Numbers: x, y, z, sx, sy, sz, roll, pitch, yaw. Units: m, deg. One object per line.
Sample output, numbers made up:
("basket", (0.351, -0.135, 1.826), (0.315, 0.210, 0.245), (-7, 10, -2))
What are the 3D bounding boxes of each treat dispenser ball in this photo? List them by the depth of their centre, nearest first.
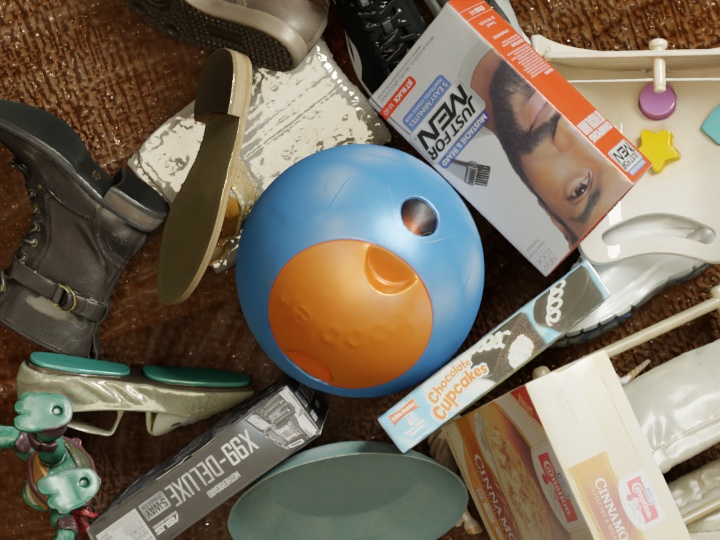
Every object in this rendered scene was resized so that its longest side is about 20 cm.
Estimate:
("treat dispenser ball", (0.000, 0.000, 1.367), (0.199, 0.201, 0.203), (0, 94, 2))

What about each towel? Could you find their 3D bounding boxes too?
("towel", (-0.086, -0.104, 1.448), (0.199, 0.034, 0.133), (-37, 93, 3))

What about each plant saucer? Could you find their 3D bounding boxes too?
("plant saucer", (-0.011, 0.185, 1.410), (0.199, 0.202, 0.039), (-9, 56, 2))

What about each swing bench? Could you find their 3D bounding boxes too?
("swing bench", (0.272, 0.143, 1.372), (0.198, 0.130, 0.201), (-22, 103, -21))

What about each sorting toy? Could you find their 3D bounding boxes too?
("sorting toy", (0.239, -0.095, 1.381), (0.198, 0.107, 0.182), (0, 85, 10))

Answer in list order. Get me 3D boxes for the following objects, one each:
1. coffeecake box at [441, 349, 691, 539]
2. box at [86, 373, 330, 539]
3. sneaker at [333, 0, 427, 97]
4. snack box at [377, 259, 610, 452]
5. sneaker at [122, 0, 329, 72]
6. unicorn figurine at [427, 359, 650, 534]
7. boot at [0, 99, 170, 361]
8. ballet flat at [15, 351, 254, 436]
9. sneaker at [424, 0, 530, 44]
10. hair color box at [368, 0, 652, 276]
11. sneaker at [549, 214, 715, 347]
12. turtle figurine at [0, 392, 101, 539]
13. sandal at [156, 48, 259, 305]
("coffeecake box", (0.151, 0.160, 1.300), (0.073, 0.200, 0.154), (-21, 82, -19))
("box", (-0.121, 0.159, 1.404), (0.199, 0.158, 0.050), (-36, 92, 3))
("sneaker", (0.013, -0.204, 1.398), (0.073, 0.112, 0.201), (-27, 92, 4))
("snack box", (0.106, 0.068, 1.342), (0.200, 0.116, 0.037), (-38, 84, 3))
("sneaker", (-0.118, -0.229, 1.426), (0.199, 0.071, 0.076), (27, 59, 17))
("unicorn figurine", (0.150, 0.151, 1.435), (0.198, 0.074, 0.139), (-1, 98, -1))
("boot", (-0.271, -0.028, 1.433), (0.199, 0.069, 0.175), (36, 109, -1))
("ballet flat", (-0.190, 0.109, 1.443), (0.198, 0.067, 0.063), (7, 100, -8))
("sneaker", (0.092, -0.221, 1.411), (0.074, 0.079, 0.201), (-29, 91, 5))
("hair color box", (0.116, -0.108, 1.339), (0.200, 0.064, 0.111), (44, 120, 5))
("sneaker", (0.214, -0.004, 1.434), (0.199, 0.075, 0.087), (-33, 80, -3))
("turtle figurine", (-0.266, 0.175, 1.415), (0.100, 0.200, 0.150), (-36, 83, -29))
("sandal", (-0.105, -0.070, 1.400), (0.069, 0.077, 0.214), (14, 85, -38))
